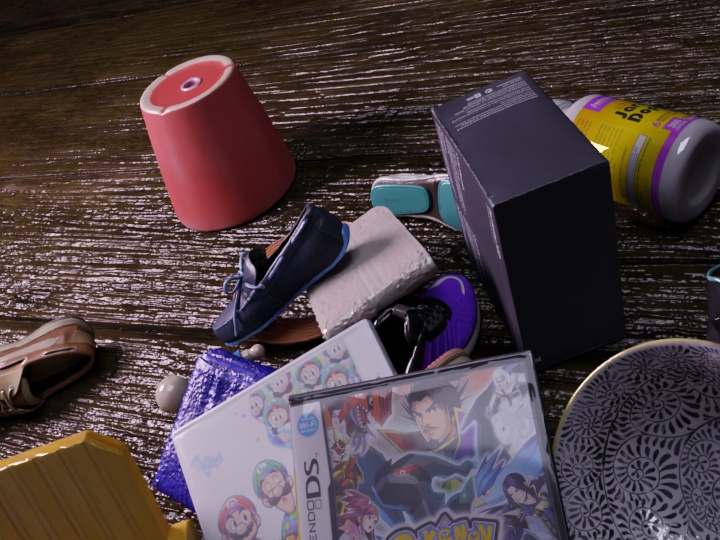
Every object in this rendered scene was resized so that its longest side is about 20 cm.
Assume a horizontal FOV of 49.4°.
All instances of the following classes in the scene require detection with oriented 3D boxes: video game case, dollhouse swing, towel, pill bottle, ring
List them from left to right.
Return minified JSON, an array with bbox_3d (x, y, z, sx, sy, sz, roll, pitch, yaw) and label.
[{"bbox_3d":[-0.232,0.263,0.595,0.196,0.178,0.183,-18,38,4],"label":"dollhouse swing"},{"bbox_3d":[-0.092,0.159,0.698,0.197,0.049,0.150,13,75,32],"label":"towel"},{"bbox_3d":[-0.040,0.165,0.626,0.197,0.024,0.184,-30,64,5],"label":"video game case"},{"bbox_3d":[-0.058,0.014,0.922,0.196,0.019,0.203,-14,40,12],"label":"ring"},{"bbox_3d":[0.000,0.000,0.823,0.131,0.035,0.200,-36,24,2],"label":"towel"},{"bbox_3d":[0.046,0.166,0.573,0.196,0.026,0.185,-12,66,12],"label":"video game case"},{"bbox_3d":[0.282,-0.130,0.849,0.104,0.105,0.199,-39,41,-20],"label":"pill bottle"}]

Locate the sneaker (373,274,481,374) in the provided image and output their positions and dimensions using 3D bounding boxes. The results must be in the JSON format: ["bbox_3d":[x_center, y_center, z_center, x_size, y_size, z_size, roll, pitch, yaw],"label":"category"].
[{"bbox_3d":[0.056,0.061,0.743,0.068,0.101,0.201,9,49,31],"label":"sneaker"}]

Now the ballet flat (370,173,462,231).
[{"bbox_3d":[0.102,-0.089,0.933,0.197,0.070,0.070,12,49,37],"label":"ballet flat"}]

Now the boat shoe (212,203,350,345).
[{"bbox_3d":[-0.097,-0.001,0.840,0.200,0.068,0.085,-43,24,18],"label":"boat shoe"}]

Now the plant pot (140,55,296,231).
[{"bbox_3d":[-0.207,-0.187,1.101,0.196,0.179,0.203,-13,39,11],"label":"plant pot"}]

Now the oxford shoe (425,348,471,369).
[{"bbox_3d":[0.056,0.159,0.662,0.073,0.071,0.202,19,65,35],"label":"oxford shoe"}]

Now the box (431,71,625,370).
[{"bbox_3d":[0.158,-0.047,0.738,0.102,0.202,0.184,-20,38,2],"label":"box"}]

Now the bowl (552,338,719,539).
[{"bbox_3d":[0.237,0.149,0.529,0.093,0.205,0.199,6,16,-42],"label":"bowl"}]

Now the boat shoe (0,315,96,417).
[{"bbox_3d":[-0.402,0.128,0.917,0.198,0.076,0.074,-33,42,-12],"label":"boat shoe"}]

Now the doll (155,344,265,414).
[{"bbox_3d":[-0.124,0.134,0.789,0.196,0.049,0.139,1,56,28],"label":"doll"}]

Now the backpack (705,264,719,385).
[{"bbox_3d":[0.358,0.039,0.566,0.174,0.156,0.199,14,37,41],"label":"backpack"}]
